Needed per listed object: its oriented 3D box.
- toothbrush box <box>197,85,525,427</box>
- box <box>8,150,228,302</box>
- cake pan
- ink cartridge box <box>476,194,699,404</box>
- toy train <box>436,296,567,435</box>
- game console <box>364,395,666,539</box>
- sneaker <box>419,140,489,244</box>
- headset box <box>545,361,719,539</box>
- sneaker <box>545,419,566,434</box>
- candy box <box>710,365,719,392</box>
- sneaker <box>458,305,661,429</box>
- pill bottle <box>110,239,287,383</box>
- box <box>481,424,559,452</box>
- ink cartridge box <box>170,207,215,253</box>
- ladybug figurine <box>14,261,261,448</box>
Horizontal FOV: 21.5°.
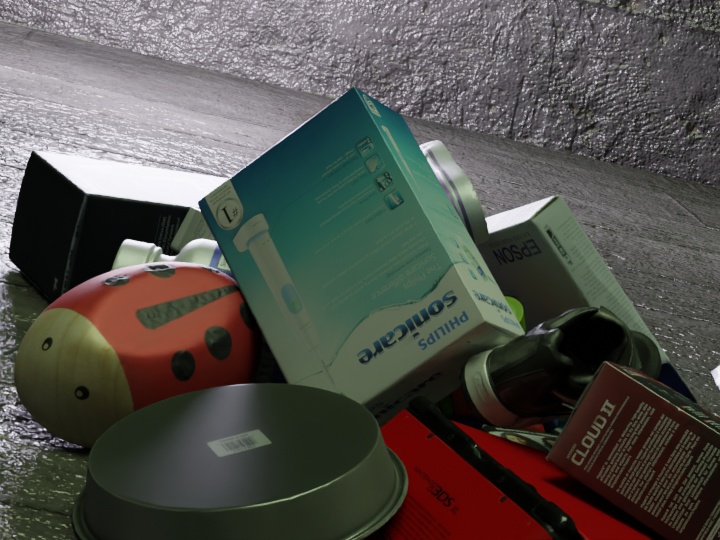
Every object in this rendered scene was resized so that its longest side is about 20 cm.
[{"bbox_3d":[0.000,0.000,1.309,0.085,0.146,0.200,23,34,-61],"label":"toothbrush box"},{"bbox_3d":[-0.183,-0.025,1.638,0.200,0.105,0.148,7,14,-31],"label":"box"},{"bbox_3d":[-0.072,0.117,1.117,0.200,0.037,0.200,-4,20,2],"label":"cake pan"},{"bbox_3d":[0.147,0.046,1.482,0.041,0.200,0.199,-40,10,-26],"label":"ink cartridge box"},{"bbox_3d":[0.115,0.066,1.368,0.199,0.116,0.085,-5,42,14],"label":"toy train"},{"bbox_3d":[0.079,0.167,1.136,0.119,0.172,0.200,55,-9,-27],"label":"game console"},{"bbox_3d":[0.026,-0.046,1.454,0.114,0.073,0.200,-22,9,0],"label":"sneaker"},{"bbox_3d":[0.216,0.132,1.176,0.200,0.075,0.149,33,5,23],"label":"headset box"},{"bbox_3d":[0.137,0.120,1.470,0.200,0.079,0.090,23,-6,32],"label":"sneaker"},{"bbox_3d":[0.340,0.140,1.360,0.168,0.071,0.200,50,9,-7],"label":"candy box"},{"bbox_3d":[0.159,0.062,1.274,0.090,0.067,0.200,-33,-19,37],"label":"sneaker"},{"bbox_3d":[-0.091,0.040,1.424,0.199,0.112,0.112,13,12,0],"label":"pill bottle"},{"bbox_3d":[0.145,0.164,1.267,0.075,0.050,0.200,10,14,-23],"label":"box"},{"bbox_3d":[-0.036,0.022,1.537,0.200,0.045,0.176,30,-5,-29],"label":"ink cartridge box"},{"bbox_3d":[-0.141,0.049,1.287,0.136,0.072,0.200,47,43,17],"label":"ladybug figurine"}]
